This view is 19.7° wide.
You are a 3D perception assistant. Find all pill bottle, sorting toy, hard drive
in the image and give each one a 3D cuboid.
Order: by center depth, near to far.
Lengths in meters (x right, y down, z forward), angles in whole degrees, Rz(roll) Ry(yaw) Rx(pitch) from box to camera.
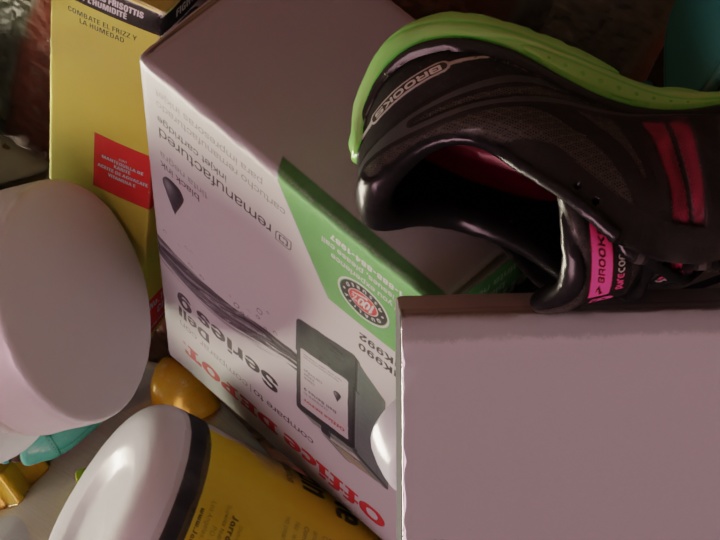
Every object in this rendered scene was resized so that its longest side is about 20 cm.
[{"bbox_3d":[0.111,0.070,0.656,0.199,0.026,0.133,-2,109,-3],"label":"hard drive"},{"bbox_3d":[-0.190,0.029,0.831,0.199,0.113,0.113,-13,124,30],"label":"pill bottle"},{"bbox_3d":[-0.026,0.145,0.843,0.200,0.112,0.112,30,146,-19],"label":"pill bottle"},{"bbox_3d":[-0.147,0.125,0.949,0.200,0.180,0.107,6,127,59],"label":"sorting toy"}]

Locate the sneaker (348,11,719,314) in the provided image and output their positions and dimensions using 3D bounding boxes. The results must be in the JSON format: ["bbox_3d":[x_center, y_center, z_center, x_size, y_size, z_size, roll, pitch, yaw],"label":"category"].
[{"bbox_3d":[0.090,-0.017,0.622,0.199,0.084,0.077,12,145,16],"label":"sneaker"}]

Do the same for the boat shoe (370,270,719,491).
[{"bbox_3d":[0.101,0.031,0.685,0.062,0.199,0.072,61,173,26],"label":"boat shoe"}]

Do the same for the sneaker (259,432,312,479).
[{"bbox_3d":[-0.007,0.082,0.916,0.200,0.078,0.090,44,146,-11],"label":"sneaker"}]

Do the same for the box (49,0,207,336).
[{"bbox_3d":[-0.085,-0.060,0.823,0.050,0.075,0.200,26,141,11],"label":"box"}]

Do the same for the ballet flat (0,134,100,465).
[{"bbox_3d":[-0.160,-0.012,0.925,0.067,0.070,0.201,112,136,-70],"label":"ballet flat"}]

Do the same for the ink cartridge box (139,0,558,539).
[{"bbox_3d":[0.000,0.000,0.768,0.146,0.084,0.200,39,154,21],"label":"ink cartridge box"}]

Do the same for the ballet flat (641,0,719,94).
[{"bbox_3d":[0.124,-0.056,0.691,0.062,0.068,0.200,9,148,-12],"label":"ballet flat"}]
